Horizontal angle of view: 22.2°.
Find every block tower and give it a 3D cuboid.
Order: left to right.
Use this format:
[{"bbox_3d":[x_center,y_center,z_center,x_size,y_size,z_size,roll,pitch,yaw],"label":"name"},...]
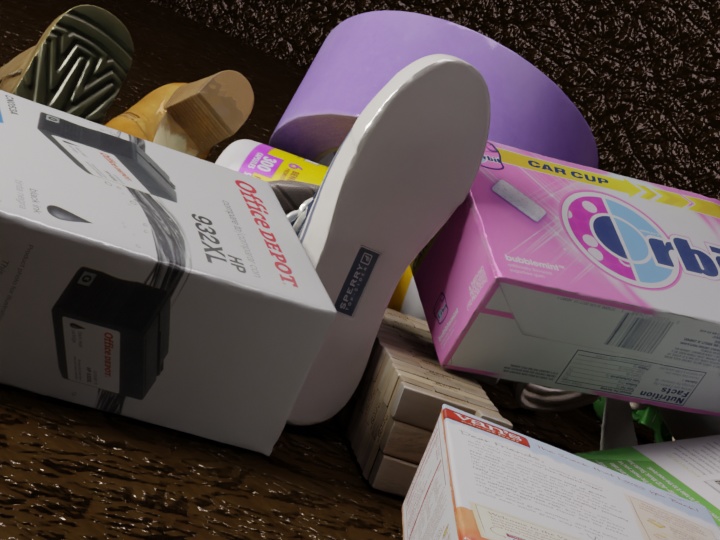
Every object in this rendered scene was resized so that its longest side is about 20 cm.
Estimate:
[{"bbox_3d":[0.022,0.066,0.949,0.057,0.054,0.200,18,9,-14],"label":"block tower"}]

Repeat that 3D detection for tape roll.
[{"bbox_3d":[0.046,-0.069,1.176,0.199,0.085,0.200,23,-26,12],"label":"tape roll"}]

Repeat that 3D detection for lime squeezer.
[{"bbox_3d":[0.197,0.104,1.239,0.199,0.038,0.071,23,-22,17],"label":"lime squeezer"}]

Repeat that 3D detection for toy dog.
[{"bbox_3d":[0.193,0.093,1.081,0.198,0.132,0.097,14,49,-16],"label":"toy dog"}]

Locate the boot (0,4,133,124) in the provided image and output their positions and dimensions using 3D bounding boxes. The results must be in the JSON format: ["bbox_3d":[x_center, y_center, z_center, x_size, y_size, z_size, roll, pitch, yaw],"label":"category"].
[{"bbox_3d":[-0.204,-0.057,1.023,0.066,0.176,0.200,40,-20,-16],"label":"boot"}]

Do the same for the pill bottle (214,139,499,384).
[{"bbox_3d":[0.000,0.000,1.097,0.199,0.105,0.104,19,8,8],"label":"pill bottle"}]

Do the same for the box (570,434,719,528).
[{"bbox_3d":[0.217,0.125,0.925,0.198,0.037,0.144,-3,19,-24],"label":"box"}]

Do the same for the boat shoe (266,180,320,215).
[{"bbox_3d":[-0.084,-0.013,1.002,0.198,0.076,0.072,-1,7,-25],"label":"boat shoe"}]

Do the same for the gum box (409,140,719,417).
[{"bbox_3d":[0.129,0.005,0.978,0.199,0.066,0.114,12,39,-25],"label":"gum box"}]

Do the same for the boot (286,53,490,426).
[{"bbox_3d":[-0.011,-0.025,0.937,0.072,0.201,0.090,29,1,-30],"label":"boot"}]

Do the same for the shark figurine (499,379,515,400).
[{"bbox_3d":[0.035,0.018,1.170,0.213,0.090,0.128,24,10,28],"label":"shark figurine"}]

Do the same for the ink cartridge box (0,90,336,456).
[{"bbox_3d":[-0.128,-0.007,0.854,0.199,0.084,0.145,18,21,-25],"label":"ink cartridge box"}]

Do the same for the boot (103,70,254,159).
[{"bbox_3d":[-0.159,-0.046,1.125,0.144,0.201,0.071,-21,-70,50],"label":"boot"}]

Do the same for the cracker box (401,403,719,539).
[{"bbox_3d":[0.088,0.125,0.738,0.133,0.058,0.200,21,10,-3],"label":"cracker box"}]
